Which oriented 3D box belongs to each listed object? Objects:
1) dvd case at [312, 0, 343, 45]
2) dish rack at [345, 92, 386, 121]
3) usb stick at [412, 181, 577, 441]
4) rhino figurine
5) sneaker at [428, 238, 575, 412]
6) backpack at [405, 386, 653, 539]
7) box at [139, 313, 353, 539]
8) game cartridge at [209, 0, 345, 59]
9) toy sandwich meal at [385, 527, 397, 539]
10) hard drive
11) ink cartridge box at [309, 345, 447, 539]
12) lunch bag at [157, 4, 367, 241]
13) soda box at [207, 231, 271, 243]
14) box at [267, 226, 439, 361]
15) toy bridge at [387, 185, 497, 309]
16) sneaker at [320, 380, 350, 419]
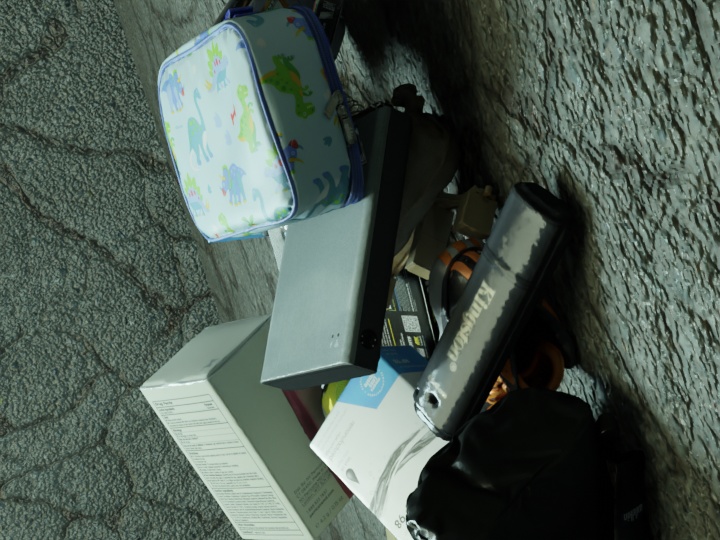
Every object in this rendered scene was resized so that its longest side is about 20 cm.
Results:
[{"bbox_3d":[-0.033,-0.194,1.005,0.201,0.022,0.147,110,172,-50],"label":"dvd case"},{"bbox_3d":[-0.009,-0.105,1.227,0.200,0.054,0.154,-131,26,-63],"label":"dish rack"},{"bbox_3d":[0.090,0.031,0.857,0.055,0.032,0.201,42,123,30],"label":"usb stick"},{"bbox_3d":[0.015,-0.047,1.012,0.201,0.060,0.088,-59,34,21],"label":"rhino figurine"},{"bbox_3d":[0.110,0.078,0.944,0.112,0.077,0.201,45,161,45],"label":"sneaker"},{"bbox_3d":[0.124,0.191,0.887,0.127,0.167,0.201,39,163,49],"label":"backpack"},{"bbox_3d":[-0.102,0.159,1.231,0.127,0.109,0.201,-12,115,48],"label":"box"},{"bbox_3d":[-0.085,-0.185,1.114,0.041,0.201,0.133,11,153,39],"label":"game cartridge"},{"bbox_3d":[0.061,0.320,1.509,0.205,0.070,0.206,160,90,-77],"label":"toy sandwich meal"},{"bbox_3d":[-0.019,-0.014,0.958,0.139,0.033,0.201,-19,57,57],"label":"hard drive"},{"bbox_3d":[0.063,0.170,1.061,0.200,0.067,0.116,42,110,30],"label":"ink cartridge box"},{"bbox_3d":[-0.081,-0.112,0.945,0.200,0.082,0.162,-10,98,61],"label":"lunch bag"},{"bbox_3d":[-0.098,-0.087,1.253,0.200,0.064,0.068,-49,-49,-69],"label":"soda box"},{"bbox_3d":[0.000,0.000,1.150,0.159,0.049,0.201,2,118,35],"label":"box"},{"bbox_3d":[0.057,-0.027,1.015,0.200,0.027,0.068,-40,29,57],"label":"toy bridge"},{"bbox_3d":[0.056,0.151,1.166,0.199,0.078,0.090,30,151,-3],"label":"sneaker"}]
